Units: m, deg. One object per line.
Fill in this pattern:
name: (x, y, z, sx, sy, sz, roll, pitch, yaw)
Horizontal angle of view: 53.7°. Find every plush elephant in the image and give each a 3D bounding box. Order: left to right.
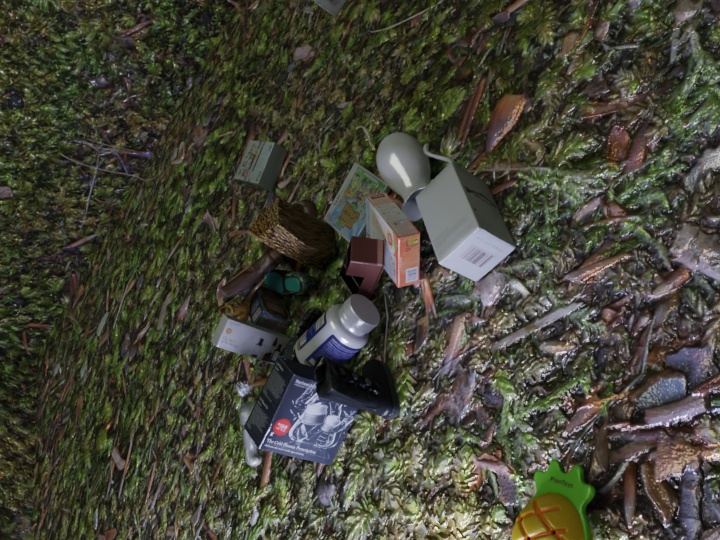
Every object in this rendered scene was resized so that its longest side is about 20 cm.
plush elephant: (-0.210, 0.354, 1.754, 0.154, 0.165, 0.201, -13, 92, 9)

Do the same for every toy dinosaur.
toy dinosaur: (-0.326, 0.107, 1.956, 0.106, 0.060, 0.201, 11, 74, 23)

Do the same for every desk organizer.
desk organizer: (0.000, 0.000, 1.639, 0.200, 0.077, 0.072, 111, 164, -61)

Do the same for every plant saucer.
plant saucer: (-0.200, -0.120, 2.101, 0.200, 0.032, 0.201, -31, 48, 42)

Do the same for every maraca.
maraca: (0.292, 0.389, 1.073, 0.137, 0.107, 0.201, 0, 71, 54)

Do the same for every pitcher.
pitcher: (0.132, -0.241, 1.661, 0.171, 0.121, 0.200, -34, 55, 17)

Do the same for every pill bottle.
pill bottle: (-0.051, 0.150, 1.663, 0.200, 0.119, 0.120, -44, 40, 29)

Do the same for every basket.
basket: (-0.185, -0.069, 1.897, 0.149, 0.200, 0.143, -42, 37, 29)

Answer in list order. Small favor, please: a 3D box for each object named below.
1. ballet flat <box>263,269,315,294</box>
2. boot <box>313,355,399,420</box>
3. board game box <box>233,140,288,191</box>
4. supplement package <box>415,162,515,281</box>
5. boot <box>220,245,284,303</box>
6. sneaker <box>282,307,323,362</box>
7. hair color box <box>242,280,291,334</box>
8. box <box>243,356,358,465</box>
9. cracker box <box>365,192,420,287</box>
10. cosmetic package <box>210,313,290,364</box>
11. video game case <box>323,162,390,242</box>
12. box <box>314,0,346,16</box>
ballet flat: (-0.192, 0.032, 1.973, 0.200, 0.074, 0.074, 12, 81, 51)
boot: (-0.019, 0.226, 1.505, 0.066, 0.200, 0.165, -53, 37, 19)
board game box: (-0.336, -0.355, 2.390, 0.200, 0.064, 0.148, 21, 87, 54)
supplement package: (0.211, -0.101, 1.456, 0.117, 0.117, 0.200, -44, 41, 30)
boot: (-0.310, 0.009, 1.983, 0.200, 0.064, 0.186, -40, 9, -5)
sneaker: (-0.159, 0.185, 1.829, 0.079, 0.075, 0.201, 21, 88, 58)
hair color box: (-0.270, 0.089, 2.012, 0.061, 0.100, 0.200, -52, 38, 20)
box: (-0.126, 0.316, 1.597, 0.104, 0.200, 0.183, 31, 97, 57)
cracker box: (0.072, -0.073, 1.624, 0.200, 0.057, 0.134, -124, 25, -50)
cosmetic package: (-0.288, 0.186, 1.891, 0.051, 0.200, 0.083, 24, 91, 56)
video game case: (-0.011, -0.177, 1.885, 0.182, 0.022, 0.200, -60, 35, 10)
box: (-0.119, -0.957, 2.419, 0.078, 0.095, 0.200, -47, 40, 25)
